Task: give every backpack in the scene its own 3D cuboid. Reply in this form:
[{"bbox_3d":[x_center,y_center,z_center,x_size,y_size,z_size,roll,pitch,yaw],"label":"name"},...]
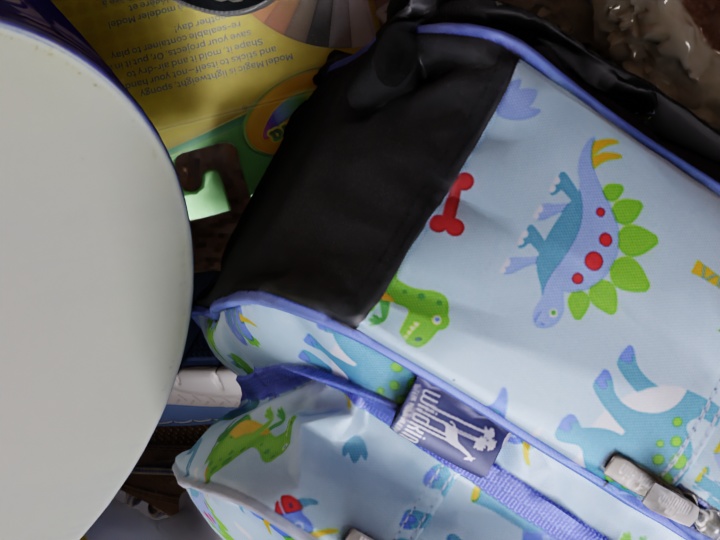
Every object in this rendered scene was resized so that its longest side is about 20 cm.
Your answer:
[{"bbox_3d":[0.055,0.043,0.661,0.199,0.183,0.148,30,82,-7],"label":"backpack"}]

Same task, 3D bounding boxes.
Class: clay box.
[{"bbox_3d":[-0.064,-0.115,0.747,0.114,0.048,0.201,-13,107,3],"label":"clay box"}]

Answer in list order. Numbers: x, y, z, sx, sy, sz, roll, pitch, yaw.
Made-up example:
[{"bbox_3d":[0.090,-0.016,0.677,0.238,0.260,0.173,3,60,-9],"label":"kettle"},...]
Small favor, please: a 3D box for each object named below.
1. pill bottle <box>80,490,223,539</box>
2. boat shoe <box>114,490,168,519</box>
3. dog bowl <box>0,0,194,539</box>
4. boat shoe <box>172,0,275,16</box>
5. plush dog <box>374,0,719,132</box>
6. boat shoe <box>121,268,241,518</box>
[{"bbox_3d":[-0.095,0.135,0.748,0.199,0.112,0.113,-27,127,-17],"label":"pill bottle"},{"bbox_3d":[-0.019,0.120,0.931,0.074,0.074,0.200,-36,121,17],"label":"boat shoe"},{"bbox_3d":[-0.144,0.007,0.657,0.199,0.079,0.201,-18,129,-25],"label":"dog bowl"},{"bbox_3d":[-0.087,-0.142,0.681,0.076,0.060,0.200,-44,100,10],"label":"boat shoe"},{"bbox_3d":[0.110,-0.062,0.776,0.160,0.201,0.172,-17,123,40],"label":"plush dog"},{"bbox_3d":[-0.064,0.043,0.832,0.199,0.072,0.073,0,129,38],"label":"boat shoe"}]
